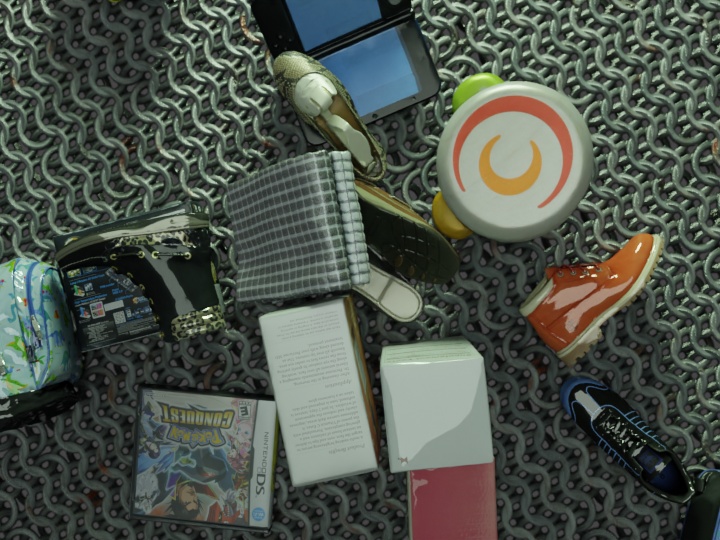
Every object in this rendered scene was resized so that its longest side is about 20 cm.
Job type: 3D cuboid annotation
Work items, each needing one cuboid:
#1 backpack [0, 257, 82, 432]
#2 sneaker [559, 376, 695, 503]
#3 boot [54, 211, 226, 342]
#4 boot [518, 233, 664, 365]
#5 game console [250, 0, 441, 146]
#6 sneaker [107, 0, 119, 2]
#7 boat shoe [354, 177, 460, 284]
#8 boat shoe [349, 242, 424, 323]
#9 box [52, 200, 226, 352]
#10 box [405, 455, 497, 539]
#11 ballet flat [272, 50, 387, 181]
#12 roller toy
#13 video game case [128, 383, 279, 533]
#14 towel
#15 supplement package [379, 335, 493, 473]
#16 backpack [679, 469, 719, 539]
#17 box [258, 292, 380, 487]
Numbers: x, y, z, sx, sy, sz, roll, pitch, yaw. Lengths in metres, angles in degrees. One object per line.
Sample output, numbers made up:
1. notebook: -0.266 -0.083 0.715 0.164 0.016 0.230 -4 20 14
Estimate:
1. backpack: -0.436 0.087 0.868 0.152 0.163 0.202 -29 83 -5
2. sneaker: 0.344 0.215 0.858 0.199 0.078 0.070 41 93 1
3. boot: -0.273 0.020 0.843 0.200 0.073 0.156 -13 92 2
4. boot: 0.296 0.013 0.862 0.107 0.075 0.200 43 94 6
5. game console: -0.014 -0.285 0.849 0.197 0.171 0.119 -23 58 3
6. sneaker: -0.314 -0.391 0.891 0.198 0.074 0.086 26 98 11
7. boat shoe: 0.044 -0.061 0.865 0.199 0.074 0.076 34 123 -6
8. boat shoe: 0.000 0.000 0.890 0.199 0.057 0.067 39 91 7
9. box: -0.297 0.008 0.903 0.197 0.046 0.161 -15 90 3
10. box: 0.112 0.318 0.847 0.107 0.128 0.204 -3 92 2
11. ballet flat: -0.030 -0.190 0.838 0.068 0.075 0.200 -40 113 5
12. roller toy: 0.189 -0.125 0.829 0.180 0.140 0.203 15 94 13
13. video game case: -0.212 0.255 0.914 0.196 0.026 0.184 5 92 3
14. towel: -0.087 -0.046 0.825 0.198 0.085 0.168 -11 91 44
15. supplement package: 0.086 0.152 0.809 0.115 0.200 0.119 -5 91 3
16. backpack: 0.513 0.361 0.819 0.197 0.147 0.186 11 94 0
17. box: -0.045 0.139 0.840 0.105 0.152 0.203 -12 91 3
